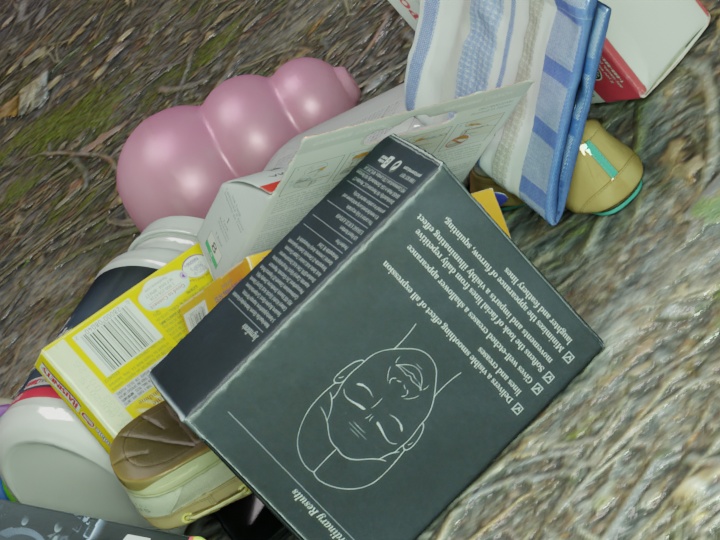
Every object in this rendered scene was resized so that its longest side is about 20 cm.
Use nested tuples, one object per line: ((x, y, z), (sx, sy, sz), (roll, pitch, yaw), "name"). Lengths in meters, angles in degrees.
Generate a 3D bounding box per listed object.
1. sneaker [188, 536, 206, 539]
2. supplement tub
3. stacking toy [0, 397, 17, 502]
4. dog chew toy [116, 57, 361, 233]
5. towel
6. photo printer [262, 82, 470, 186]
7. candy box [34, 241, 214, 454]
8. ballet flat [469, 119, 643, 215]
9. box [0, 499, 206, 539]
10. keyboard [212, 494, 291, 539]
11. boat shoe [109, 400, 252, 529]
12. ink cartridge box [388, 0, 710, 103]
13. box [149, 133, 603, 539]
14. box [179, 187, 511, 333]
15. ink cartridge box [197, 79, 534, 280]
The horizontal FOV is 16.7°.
((-0.146, 0.201, 1.341), (0.091, 0.199, 0.079), (54, 143, 34), "sneaker")
((-0.139, 0.076, 1.611), (0.140, 0.140, 0.201), (-20, 30, 47), "supplement tub")
((-0.223, 0.141, 1.743), (0.086, 0.085, 0.199), (-51, 26, -20), "stacking toy")
((-0.089, -0.094, 1.894), (0.199, 0.125, 0.125), (-33, 21, 7), "dog chew toy")
((0.085, -0.131, 1.509), (0.200, 0.024, 0.148), (44, 129, 54), "towel")
((-0.001, -0.053, 1.710), (0.199, 0.069, 0.167), (-23, 28, 42), "photo printer")
((-0.100, 0.042, 1.545), (0.200, 0.102, 0.026), (-36, -8, -35), "candy box")
((0.112, -0.076, 1.551), (0.069, 0.063, 0.200), (-48, 20, -15), "ballet flat")
((-0.191, 0.216, 1.456), (0.199, 0.044, 0.160), (6, 41, 40), "box")
((-0.010, 0.093, 1.514), (0.200, 0.040, 0.104), (-42, 43, 0), "keyboard")
((-0.053, 0.090, 1.470), (0.199, 0.067, 0.074), (-24, 44, -9), "boat shoe")
((0.116, -0.186, 1.639), (0.086, 0.148, 0.200), (-50, 20, -21), "ink cartridge box")
((0.008, 0.051, 1.375), (0.200, 0.149, 0.107), (-44, 20, -4), "box")
((0.000, 0.000, 1.508), (0.199, 0.042, 0.119), (-14, -9, -27), "box")
((-0.001, -0.067, 1.487), (0.160, 0.050, 0.200), (-17, -21, -25), "ink cartridge box")
